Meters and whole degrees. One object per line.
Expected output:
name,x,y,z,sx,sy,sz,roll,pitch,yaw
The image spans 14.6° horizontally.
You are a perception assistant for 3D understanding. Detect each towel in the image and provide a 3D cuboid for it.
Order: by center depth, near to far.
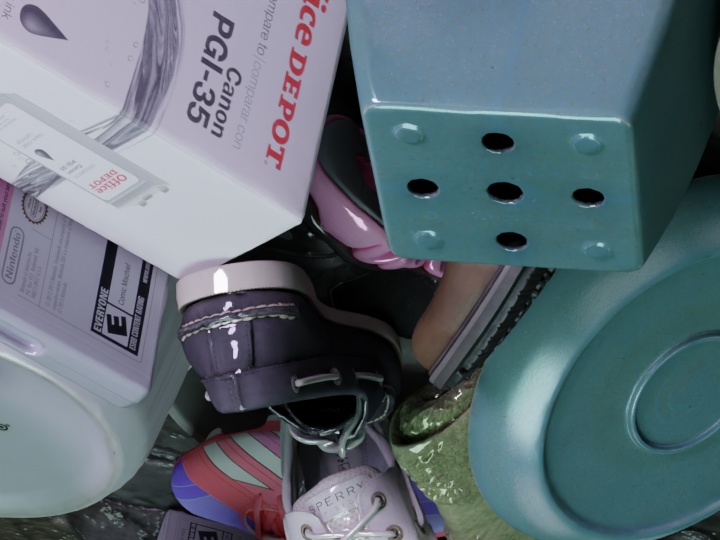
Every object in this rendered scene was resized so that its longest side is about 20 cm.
towel,0.115,0.060,1.283,0.200,0.036,0.148,-34,135,-6

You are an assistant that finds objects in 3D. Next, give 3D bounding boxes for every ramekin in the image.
ramekin,-0.168,0.029,1.221,0.202,0.094,0.202,9,148,5

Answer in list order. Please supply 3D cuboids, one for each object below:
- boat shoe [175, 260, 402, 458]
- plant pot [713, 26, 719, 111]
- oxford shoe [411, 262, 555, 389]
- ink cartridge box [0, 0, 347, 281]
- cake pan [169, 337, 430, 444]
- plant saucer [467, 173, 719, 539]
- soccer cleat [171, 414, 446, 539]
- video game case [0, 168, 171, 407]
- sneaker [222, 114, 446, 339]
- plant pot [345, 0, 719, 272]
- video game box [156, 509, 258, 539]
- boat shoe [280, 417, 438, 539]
boat shoe,-0.027,0.049,1.179,0.073,0.063,0.200,-13,163,12
plant pot,0.229,-0.114,0.989,0.200,0.135,0.200,7,147,5
oxford shoe,0.056,-0.048,1.146,0.084,0.073,0.200,24,105,11
ink cartridge box,-0.105,-0.109,1.082,0.200,0.147,0.083,31,145,-29
cake pan,-0.003,0.051,1.395,0.200,0.037,0.200,8,147,5
plant saucer,0.140,0.048,1.247,0.200,0.027,0.200,-18,131,-22
soccer cleat,-0.002,0.119,1.394,0.200,0.077,0.067,1,146,14
video game case,-0.145,-0.067,1.109,0.182,0.200,0.022,31,136,-29
sneaker,0.000,0.000,1.235,0.095,0.079,0.200,-34,148,16
plant pot,0.065,-0.106,0.989,0.141,0.200,0.141,3,146,11
video game box,-0.035,0.233,1.532,0.182,0.200,0.047,15,129,-6
boat shoe,-0.004,0.119,1.293,0.071,0.200,0.069,-25,134,3
